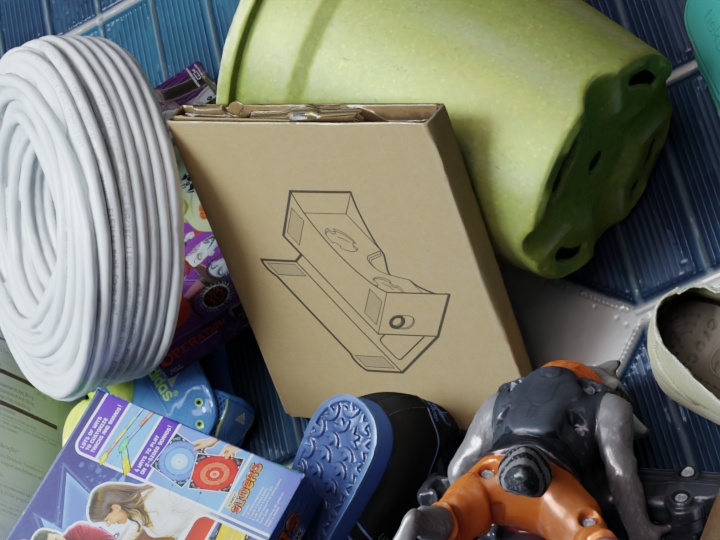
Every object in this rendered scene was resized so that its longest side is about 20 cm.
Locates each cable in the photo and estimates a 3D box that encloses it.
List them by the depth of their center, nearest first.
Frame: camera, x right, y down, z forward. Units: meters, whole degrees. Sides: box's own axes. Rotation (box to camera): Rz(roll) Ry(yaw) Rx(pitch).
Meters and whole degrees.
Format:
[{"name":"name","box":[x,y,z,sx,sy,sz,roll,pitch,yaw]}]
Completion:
[{"name":"cable","box":[-0.158,-0.029,1.135,0.200,0.069,0.200,-13,84,63]}]

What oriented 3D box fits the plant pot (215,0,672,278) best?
[{"name":"plant pot","box":[0.057,-0.092,1.097,0.184,0.200,0.201,31,87,26]}]

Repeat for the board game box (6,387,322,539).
[{"name":"board game box","box":[-0.125,0.170,1.036,0.135,0.034,0.200,20,69,27]}]

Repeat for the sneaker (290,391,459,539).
[{"name":"sneaker","box":[-0.017,0.148,1.103,0.070,0.078,0.200,51,121,34]}]

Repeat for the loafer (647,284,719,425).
[{"name":"loafer","box":[0.216,0.061,0.988,0.200,0.068,0.076,20,81,36]}]

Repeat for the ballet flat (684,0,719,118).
[{"name":"ballet flat","box":[0.218,-0.070,1.041,0.067,0.070,0.200,-50,36,44]}]

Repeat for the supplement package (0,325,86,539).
[{"name":"supplement package","box":[-0.239,0.076,1.240,0.114,0.110,0.200,-16,62,26]}]

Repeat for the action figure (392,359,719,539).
[{"name":"action figure","box":[0.113,0.097,0.986,0.200,0.105,0.194,-2,22,14]}]

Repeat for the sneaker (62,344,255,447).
[{"name":"sneaker","box":[-0.118,0.112,1.171,0.105,0.076,0.200,-12,62,27]}]

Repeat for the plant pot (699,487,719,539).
[{"name":"plant pot","box":[0.191,0.221,0.880,0.187,0.187,0.200,36,104,38]}]

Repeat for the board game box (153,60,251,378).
[{"name":"board game box","box":[-0.105,-0.035,1.225,0.120,0.032,0.200,-36,47,-1]}]

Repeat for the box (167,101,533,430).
[{"name":"box","box":[0.000,0.000,1.082,0.163,0.200,0.021,3,38,33]}]
